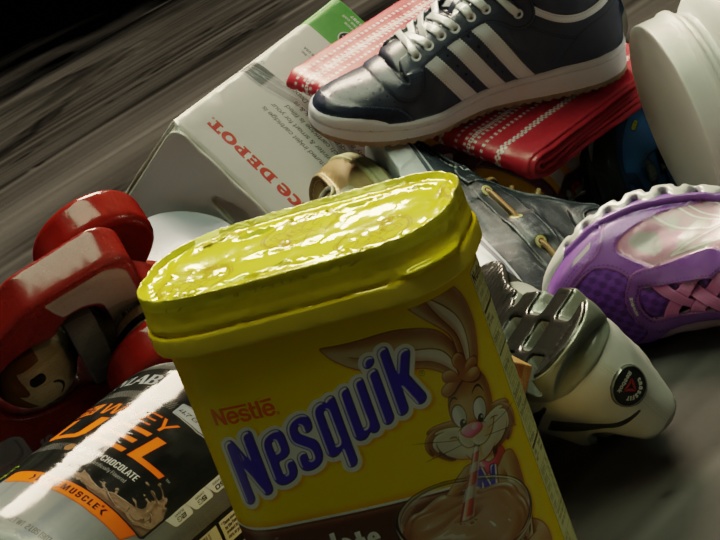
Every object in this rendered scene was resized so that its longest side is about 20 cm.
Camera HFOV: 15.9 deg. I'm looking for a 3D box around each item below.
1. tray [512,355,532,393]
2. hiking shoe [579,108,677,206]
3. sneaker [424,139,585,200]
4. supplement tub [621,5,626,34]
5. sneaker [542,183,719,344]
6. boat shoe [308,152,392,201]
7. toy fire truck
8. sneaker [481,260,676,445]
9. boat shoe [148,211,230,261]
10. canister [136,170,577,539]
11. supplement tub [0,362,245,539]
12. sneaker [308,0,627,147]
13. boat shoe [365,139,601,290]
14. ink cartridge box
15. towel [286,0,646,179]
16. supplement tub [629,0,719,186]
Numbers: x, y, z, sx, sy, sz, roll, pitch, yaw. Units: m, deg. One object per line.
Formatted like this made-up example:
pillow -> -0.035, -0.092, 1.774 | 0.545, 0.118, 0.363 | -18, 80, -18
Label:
tray -> 0.020, 0.071, 1.285 | 0.037, 0.099, 0.200 | 10, 7, -22
hiking shoe -> 0.208, -0.094, 1.583 | 0.086, 0.075, 0.200 | -5, 24, 42
sneaker -> 0.111, -0.053, 1.597 | 0.199, 0.091, 0.075 | -10, -30, -25
supplement tub -> 0.101, -0.240, 1.889 | 0.144, 0.201, 0.145 | -19, 18, 6
sneaker -> 0.191, -0.001, 1.345 | 0.199, 0.081, 0.089 | -17, 26, 8
boat shoe -> 0.000, 0.002, 1.462 | 0.063, 0.074, 0.201 | -11, 42, -14
toy fire truck -> -0.155, 0.063, 1.368 | 0.167, 0.200, 0.112 | -33, 61, -6
sneaker -> 0.093, 0.051, 1.302 | 0.074, 0.088, 0.200 | -55, 19, -3
boat shoe -> -0.071, 0.037, 1.496 | 0.074, 0.087, 0.202 | -30, 38, -24
canister -> 0.006, 0.074, 1.124 | 0.147, 0.201, 0.087 | -15, 19, 18
supplement tub -> -0.106, 0.125, 1.230 | 0.122, 0.123, 0.200 | -5, 24, 41
sneaker -> 0.060, -0.145, 1.495 | 0.199, 0.109, 0.070 | -16, 35, -15
boat shoe -> 0.079, -0.023, 1.478 | 0.090, 0.071, 0.200 | -20, 43, -18
ink cartridge box -> -0.031, -0.062, 1.623 | 0.200, 0.147, 0.083 | -41, -7, -47
towel -> 0.073, -0.116, 1.569 | 0.199, 0.023, 0.144 | 22, 43, 36
supplement tub -> 0.269, -0.121, 1.482 | 0.199, 0.146, 0.145 | -23, 18, -6
